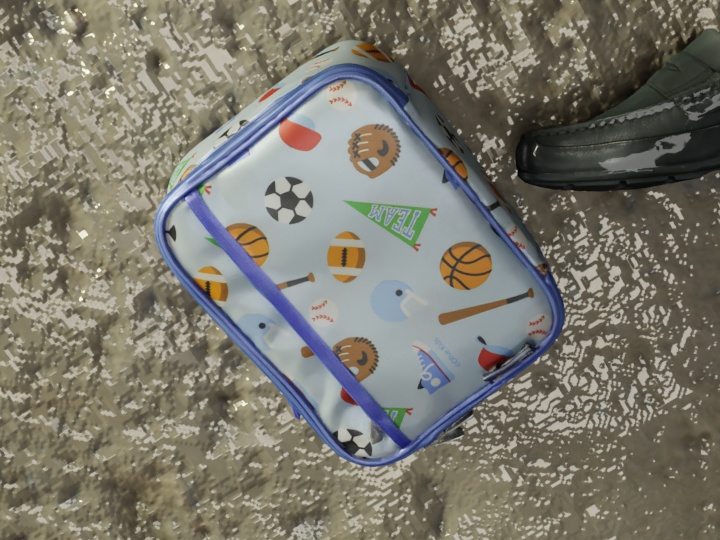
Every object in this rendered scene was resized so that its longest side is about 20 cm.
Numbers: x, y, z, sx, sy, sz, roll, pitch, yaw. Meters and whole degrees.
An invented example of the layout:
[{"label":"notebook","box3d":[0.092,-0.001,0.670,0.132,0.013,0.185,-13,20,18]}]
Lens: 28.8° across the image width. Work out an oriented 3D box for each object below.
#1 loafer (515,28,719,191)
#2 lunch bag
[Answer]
[{"label":"loafer","box3d":[0.172,-0.083,0.695,0.197,0.068,0.072,-11,93,3]},{"label":"lunch bag","box3d":[0.000,0.000,0.708,0.159,0.076,0.201,-36,108,12]}]
